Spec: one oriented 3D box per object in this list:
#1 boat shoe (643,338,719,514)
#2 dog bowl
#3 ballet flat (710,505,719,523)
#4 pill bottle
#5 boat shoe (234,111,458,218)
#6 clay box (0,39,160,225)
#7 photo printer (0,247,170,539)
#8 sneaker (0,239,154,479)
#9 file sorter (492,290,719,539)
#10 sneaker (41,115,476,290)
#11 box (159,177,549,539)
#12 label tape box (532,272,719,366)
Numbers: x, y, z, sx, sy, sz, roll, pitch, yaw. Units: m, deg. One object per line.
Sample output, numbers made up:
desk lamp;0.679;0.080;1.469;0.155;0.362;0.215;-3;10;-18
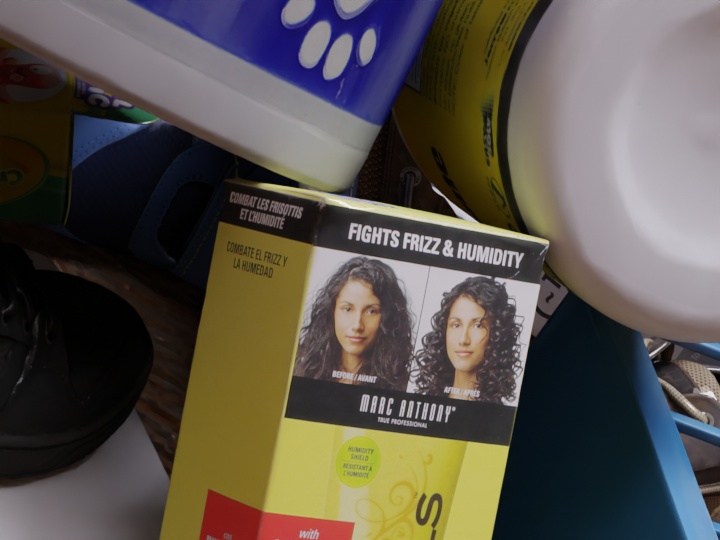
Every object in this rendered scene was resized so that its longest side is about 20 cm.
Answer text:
boat shoe;0.096;0.056;0.927;0.199;0.074;0.075;3;39;-40
dog bowl;-0.073;-0.101;0.702;0.199;0.079;0.200;28;5;-2
ballet flat;0.197;0.148;0.901;0.199;0.068;0.072;37;10;9
pill bottle;0.071;-0.056;0.762;0.112;0.113;0.200;21;7;-17
boat shoe;0.000;0.000;0.853;0.072;0.072;0.202;11;69;-25
clay box;-0.163;-0.067;0.843;0.198;0.048;0.115;5;35;-8
photo printer;-0.151;0.056;0.703;0.199;0.070;0.167;7;38;-36
sneaker;-0.114;-0.001;0.645;0.199;0.105;0.060;-4;45;-45
file sorter;0.097;0.128;0.758;0.122;0.139;0.201;21;31;-25
sneaker;-0.027;-0.018;0.927;0.199;0.074;0.083;9;38;-31
box;-0.012;0.082;0.669;0.075;0.202;0.050;11;3;-34
label tape box;0.089;-0.053;1.012;0.200;0.144;0.066;39;30;14
